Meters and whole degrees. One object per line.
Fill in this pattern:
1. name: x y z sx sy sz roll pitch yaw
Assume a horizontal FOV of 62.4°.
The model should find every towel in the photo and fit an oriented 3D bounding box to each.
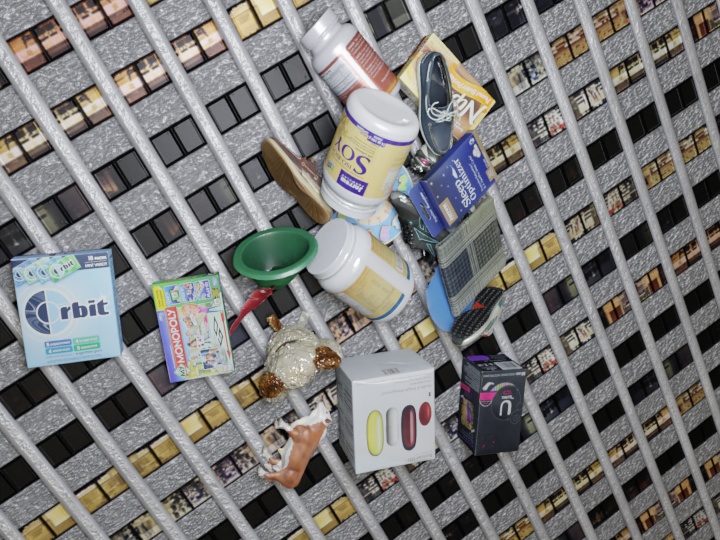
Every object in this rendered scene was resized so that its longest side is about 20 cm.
1. towel: 0.242 -0.032 1.299 0.199 0.034 0.196 -40 128 -26

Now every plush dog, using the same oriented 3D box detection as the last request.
1. plush dog: -0.133 0.177 1.198 0.196 0.172 0.164 -28 107 -9

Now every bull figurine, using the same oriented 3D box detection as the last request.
1. bull figurine: -0.142 0.377 1.295 0.119 0.065 0.205 23 91 -16

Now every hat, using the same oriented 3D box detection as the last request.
1. hat: -0.167 0.031 1.205 0.194 0.167 0.180 8 129 21

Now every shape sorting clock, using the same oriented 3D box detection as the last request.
1. shape sorting clock: 0.023 -0.148 1.253 0.194 0.039 0.207 -3 102 -16

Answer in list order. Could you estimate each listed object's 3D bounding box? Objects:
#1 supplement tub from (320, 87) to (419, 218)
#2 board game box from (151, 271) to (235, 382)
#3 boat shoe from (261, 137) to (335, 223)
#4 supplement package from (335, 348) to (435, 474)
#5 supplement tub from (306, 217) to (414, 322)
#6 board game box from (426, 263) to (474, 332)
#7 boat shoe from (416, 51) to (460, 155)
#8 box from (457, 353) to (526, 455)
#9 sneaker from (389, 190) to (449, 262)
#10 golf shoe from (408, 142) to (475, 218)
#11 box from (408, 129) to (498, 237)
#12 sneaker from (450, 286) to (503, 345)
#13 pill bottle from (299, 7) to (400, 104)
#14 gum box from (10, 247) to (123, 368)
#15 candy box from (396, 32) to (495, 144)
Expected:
1. supplement tub: 0.012 -0.216 1.112 0.141 0.148 0.203 12 128 -18
2. board game box: -0.332 0.114 1.191 0.130 0.029 0.207 -9 104 -7
3. boat shoe: -0.115 -0.190 1.191 0.200 0.072 0.072 47 56 -5
4. supplement package: 0.053 0.300 1.295 0.185 0.147 0.207 -6 102 -16
5. supplement tub: 0.000 0.000 1.201 0.198 0.144 0.146 35 90 -33
6. board game box: 0.201 0.031 1.334 0.158 0.038 0.204 41 69 -37
7. boat shoe: 0.158 -0.331 1.189 0.073 0.062 0.206 -12 109 -16
8. box: 0.306 0.313 1.398 0.118 0.106 0.207 -1 102 -16
9. sneaker: 0.119 -0.091 1.256 0.080 0.075 0.199 -50 127 1
10. golf shoe: 0.196 -0.193 1.281 0.200 0.077 0.089 44 78 -21
11. box: 0.193 -0.175 1.215 0.200 0.032 0.122 -45 118 -17
12. sneaker: 0.270 0.124 1.337 0.199 0.069 0.096 -43 131 -40
13. pill bottle: -0.022 -0.397 1.151 0.112 0.112 0.200 -46 110 -3
14. gum box: -0.546 0.069 1.117 0.165 0.044 0.207 -5 102 -16
15. candy box: 0.176 -0.376 1.245 0.199 0.055 0.116 40 90 -20
